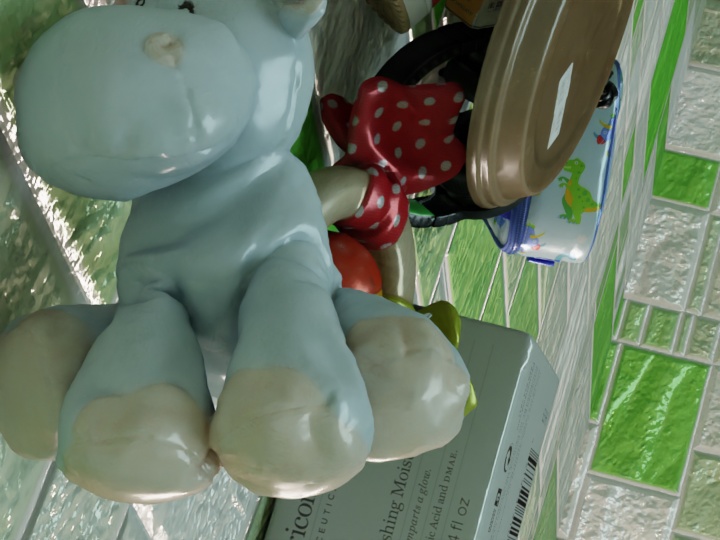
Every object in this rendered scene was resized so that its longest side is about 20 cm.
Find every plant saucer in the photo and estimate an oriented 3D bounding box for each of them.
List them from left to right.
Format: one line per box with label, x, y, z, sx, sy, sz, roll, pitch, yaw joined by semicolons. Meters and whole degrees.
plant saucer;0.111;-0.124;1.010;0.200;0.029;0.201;-57;161;-32

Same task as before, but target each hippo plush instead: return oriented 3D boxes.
hippo plush;-0.037;-0.024;0.645;0.200;0.159;0.162;-25;118;-50

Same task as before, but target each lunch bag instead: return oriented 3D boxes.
lunch bag;0.135;-0.096;1.394;0.200;0.082;0.162;-103;-159;-72

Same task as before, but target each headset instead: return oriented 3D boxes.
headset;0.073;-0.099;1.138;0.199;0.094;0.124;-13;126;-32

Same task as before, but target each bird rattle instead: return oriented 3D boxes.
bird rattle;0.000;0.000;0.987;0.163;0.112;0.201;-29;130;-51

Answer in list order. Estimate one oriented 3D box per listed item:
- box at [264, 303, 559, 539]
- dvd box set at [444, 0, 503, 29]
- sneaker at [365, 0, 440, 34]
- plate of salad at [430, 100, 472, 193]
box;0.035;0.133;1.183;0.200;0.130;0.200;44;61;-75
dvd box set;0.133;-0.235;1.040;0.146;0.029;0.201;-18;139;-44
sneaker;0.041;-0.197;0.910;0.112;0.071;0.200;-40;168;-6
plate of salad;0.088;-0.130;1.268;0.200;0.048;0.201;20;90;-89
